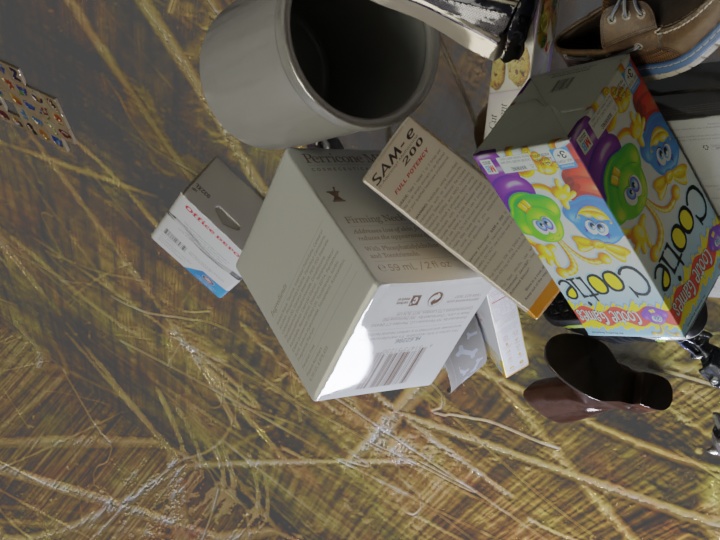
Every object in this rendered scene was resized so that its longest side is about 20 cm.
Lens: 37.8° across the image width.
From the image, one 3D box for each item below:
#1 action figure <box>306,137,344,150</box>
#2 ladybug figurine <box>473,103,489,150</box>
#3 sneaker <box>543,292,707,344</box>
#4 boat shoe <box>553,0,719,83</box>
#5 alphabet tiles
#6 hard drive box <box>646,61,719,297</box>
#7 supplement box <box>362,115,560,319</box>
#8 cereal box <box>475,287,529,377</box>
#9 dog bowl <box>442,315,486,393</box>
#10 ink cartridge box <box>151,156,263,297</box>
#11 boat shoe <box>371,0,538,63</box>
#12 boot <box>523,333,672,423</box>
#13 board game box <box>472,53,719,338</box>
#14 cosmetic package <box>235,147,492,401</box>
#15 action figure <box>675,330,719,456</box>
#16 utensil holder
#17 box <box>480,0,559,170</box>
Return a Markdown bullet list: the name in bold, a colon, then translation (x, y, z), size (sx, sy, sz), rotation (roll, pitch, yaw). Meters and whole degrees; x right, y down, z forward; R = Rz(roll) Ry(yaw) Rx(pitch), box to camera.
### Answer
- **action figure**: translation (-0.045, -0.150, 1.217), size (0.129, 0.069, 0.202), rotation (9, 137, 55)
- **ladybug figurine**: translation (0.196, -0.096, 0.986), size (0.200, 0.072, 0.136), rotation (42, 152, -6)
- **sneaker**: translation (0.286, 0.041, 1.116), size (0.082, 0.073, 0.198), rotation (28, 166, -40)
- **boat shoe**: translation (0.217, -0.189, 0.803), size (0.072, 0.073, 0.200), rotation (28, 156, -15)
- **alphabet tiles**: translation (-0.548, -0.276, 1.712), size (0.198, 0.008, 0.169), rotation (25, 150, 25)
- **hard drive box**: translation (0.311, -0.071, 0.877), size (0.154, 0.077, 0.201), rotation (4, 137, 48)
- **supplement box**: translation (0.099, -0.052, 0.969), size (0.199, 0.074, 0.126), rotation (38, -175, -3)
- **cereal box**: translation (0.131, 0.009, 1.195), size (0.145, 0.039, 0.202), rotation (58, 172, 44)
- **dog bowl**: translation (0.087, 0.043, 1.258), size (0.200, 0.058, 0.203), rotation (155, 91, -85)
- **ink cartridge box**: translation (-0.209, -0.058, 1.534), size (0.145, 0.084, 0.200), rotation (43, 153, -7)
- **boat shoe**: translation (0.058, -0.253, 0.840), size (0.198, 0.075, 0.094), rotation (29, 124, 11)
- **boot**: translation (0.242, 0.136, 1.256), size (0.184, 0.065, 0.199), rotation (26, 161, -20)
- **board game box**: translation (0.198, -0.053, 0.845), size (0.104, 0.103, 0.201), rotation (-3, 132, 52)
- **cosmetic package**: translation (0.000, 0.000, 1.097), size (0.201, 0.165, 0.168), rotation (55, 132, 33)
- **action figure**: translation (0.401, 0.132, 1.052), size (0.198, 0.105, 0.195), rotation (33, 143, 6)
- **utensil holder**: translation (-0.047, -0.209, 1.013), size (0.171, 0.171, 0.199), rotation (49, 156, -22)
- **box**: translation (0.137, -0.178, 0.887), size (0.041, 0.039, 0.203), rotation (23, 124, 30)
